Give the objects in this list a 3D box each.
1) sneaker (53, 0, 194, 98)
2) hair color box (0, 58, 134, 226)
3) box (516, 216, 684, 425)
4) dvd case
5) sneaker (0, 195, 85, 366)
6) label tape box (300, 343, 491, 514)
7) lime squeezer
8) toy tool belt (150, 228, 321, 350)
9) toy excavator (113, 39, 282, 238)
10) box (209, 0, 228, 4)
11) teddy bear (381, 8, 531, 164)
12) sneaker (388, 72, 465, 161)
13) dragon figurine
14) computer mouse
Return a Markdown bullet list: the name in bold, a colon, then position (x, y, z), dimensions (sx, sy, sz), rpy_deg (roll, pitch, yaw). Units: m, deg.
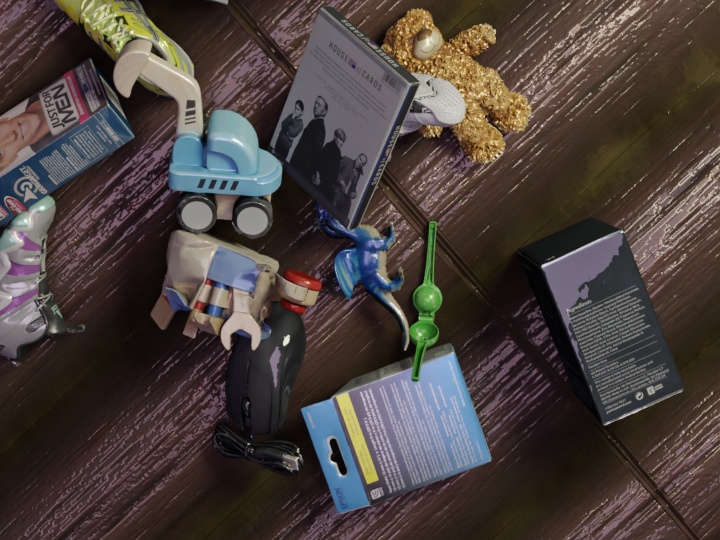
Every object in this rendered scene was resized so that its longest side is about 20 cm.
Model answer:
- **sneaker**: position (-0.271, -0.278, 1.438), dimensions (0.199, 0.076, 0.076), rpy_deg (39, 96, -7)
- **hair color box**: position (-0.365, -0.144, 1.436), dimensions (0.199, 0.101, 0.061), rpy_deg (-33, 138, 3)
- **box**: position (0.278, 0.055, 1.476), dimensions (0.106, 0.148, 0.202), rpy_deg (-24, 99, 1)
- **dvd case**: position (-0.023, -0.169, 1.411), dimensions (0.150, 0.025, 0.202), rpy_deg (44, 128, 24)
- **sneaker**: position (-0.377, 0.021, 1.483), dimensions (0.139, 0.078, 0.201), rpy_deg (34, 105, -8)
- **label tape box**: position (0.043, 0.192, 1.529), dimensions (0.197, 0.066, 0.145), rpy_deg (-20, 98, 3)
- **lime squeezer**: position (0.074, 0.046, 1.510), dimensions (0.037, 0.071, 0.203), rpy_deg (-1, 66, 23)
- **toy tool belt**: position (-0.147, 0.037, 1.446), dimensions (0.198, 0.125, 0.125), rpy_deg (22, 97, 22)
- **toy excavator**: position (-0.181, -0.153, 1.415), dimensions (0.191, 0.100, 0.203), rpy_deg (4, 119, -6)
- **box**: position (-0.182, -0.408, 1.384), dimensions (0.041, 0.155, 0.203), rpy_deg (16, 99, 24)
- **teddy bear**: position (0.112, -0.218, 1.469), dimensions (0.144, 0.067, 0.202), rpy_deg (-30, 99, 0)
- **sneaker**: position (0.035, -0.165, 1.433), dimensions (0.198, 0.075, 0.117), rpy_deg (19, 123, 34)
- **dragon figurine**: position (0.000, 0.000, 1.499), dimensions (0.098, 0.059, 0.203), rpy_deg (-12, 95, 1)
- **computer mouse**: position (-0.118, 0.136, 1.495), dimensions (0.137, 0.052, 0.203), rpy_deg (12, 93, 32)
